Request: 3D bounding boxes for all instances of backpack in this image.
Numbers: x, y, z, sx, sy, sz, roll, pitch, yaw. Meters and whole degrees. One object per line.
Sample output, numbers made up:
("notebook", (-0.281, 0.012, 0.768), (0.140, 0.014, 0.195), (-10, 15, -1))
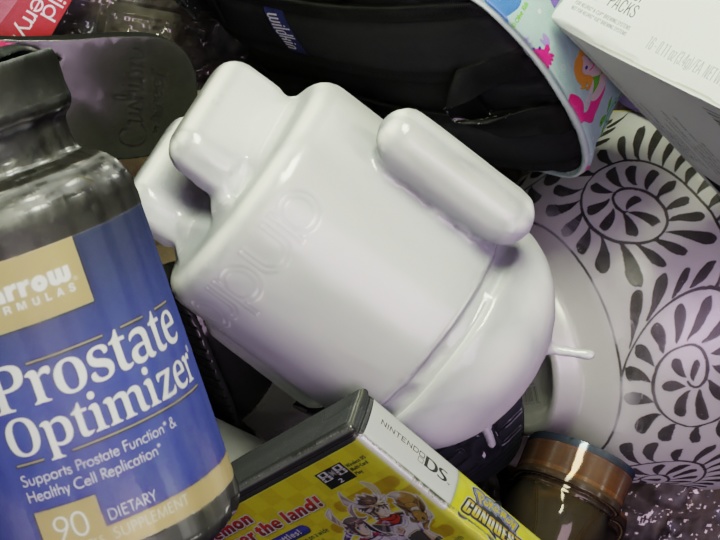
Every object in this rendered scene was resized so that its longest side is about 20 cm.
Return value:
("backpack", (0.037, -0.130, 0.769), (0.151, 0.200, 0.178), (-52, 133, -12))

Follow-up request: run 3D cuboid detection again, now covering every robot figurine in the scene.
("robot figurine", (0.000, 0.000, 0.741), (0.200, 0.170, 0.113), (36, 47, -10))

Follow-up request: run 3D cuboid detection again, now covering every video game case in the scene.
("video game case", (-0.003, 0.150, 0.780), (0.181, 0.026, 0.200), (41, 132, -20))

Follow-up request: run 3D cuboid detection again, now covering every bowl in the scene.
("bowl", (0.111, 0.027, 0.869), (0.094, 0.201, 0.201), (-16, 112, -25))

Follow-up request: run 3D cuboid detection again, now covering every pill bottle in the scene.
("pill bottle", (-0.129, 0.020, 0.687), (0.112, 0.112, 0.200), (-21, 100, -15))

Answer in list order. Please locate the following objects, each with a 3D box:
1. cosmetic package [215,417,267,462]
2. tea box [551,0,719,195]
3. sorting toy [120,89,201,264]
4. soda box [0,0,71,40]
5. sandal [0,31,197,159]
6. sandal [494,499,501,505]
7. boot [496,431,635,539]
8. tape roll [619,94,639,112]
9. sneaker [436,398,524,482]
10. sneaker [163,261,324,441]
("cosmetic package", (-0.061, 0.148, 0.856), (0.200, 0.052, 0.151), (27, 137, -11))
("tea box", (0.222, -0.103, 0.691), (0.200, 0.134, 0.197), (37, 91, -41))
("sorting toy", (-0.087, -0.001, 0.881), (0.200, 0.036, 0.185), (-6, 109, -26))
("soda box", (-0.151, -0.157, 0.780), (0.063, 0.070, 0.200), (30, 95, -26))
("sandal", (-0.163, -0.068, 0.740), (0.200, 0.045, 0.075), (-8, 112, -19))
("sandal", (0.114, 0.184, 1.016), (0.203, 0.050, 0.082), (34, 77, -15))
("boot", (0.088, 0.150, 0.884), (0.075, 0.200, 0.097), (21, 73, 12))
("tape roll", (0.151, -0.180, 0.826), (0.085, 0.200, 0.200), (-21, 113, -15))
("sneaker", (0.013, 0.011, 0.848), (0.070, 0.082, 0.200), (-32, 106, 0))
("sneaker", (-0.036, 0.054, 0.865), (0.089, 0.074, 0.200), (-40, 130, -14))
